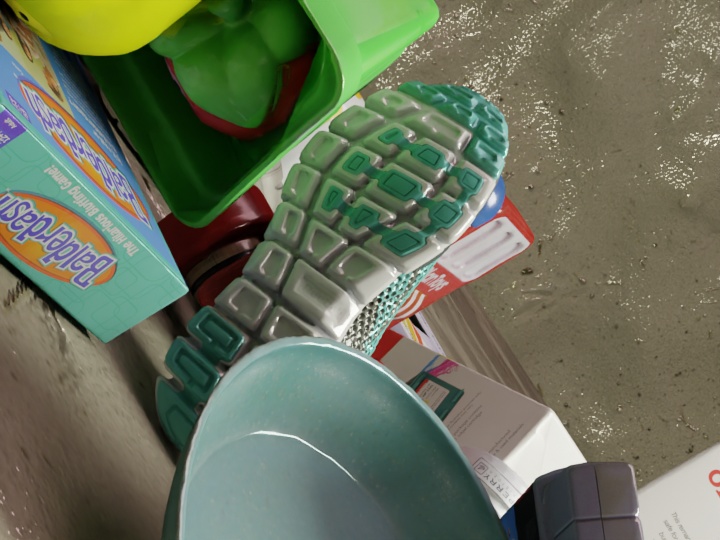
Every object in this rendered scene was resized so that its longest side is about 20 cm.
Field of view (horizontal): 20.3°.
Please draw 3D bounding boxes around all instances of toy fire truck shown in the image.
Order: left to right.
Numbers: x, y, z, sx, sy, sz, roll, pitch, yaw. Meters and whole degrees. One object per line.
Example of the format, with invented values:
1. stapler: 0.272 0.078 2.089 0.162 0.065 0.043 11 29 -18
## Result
1. toy fire truck: 0.000 0.000 0.992 0.112 0.168 0.200 59 6 15

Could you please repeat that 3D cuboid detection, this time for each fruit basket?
1. fruit basket: -0.089 -0.126 0.794 0.215 0.155 0.216 17 56 -28

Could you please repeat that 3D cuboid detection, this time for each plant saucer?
1. plant saucer: -0.006 0.122 0.669 0.200 0.036 0.201 36 42 -41

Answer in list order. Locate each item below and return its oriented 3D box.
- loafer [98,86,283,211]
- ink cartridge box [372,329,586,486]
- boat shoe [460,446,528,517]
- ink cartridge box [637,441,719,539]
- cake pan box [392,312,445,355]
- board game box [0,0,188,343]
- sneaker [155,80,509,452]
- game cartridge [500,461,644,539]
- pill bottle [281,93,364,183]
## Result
1. loafer: -0.072 -0.053 1.150 0.200 0.070 0.070 55 6 -27
2. ink cartridge box: 0.054 0.108 1.189 0.200 0.067 0.116 25 -25 52
3. boat shoe: 0.028 0.133 1.064 0.074 0.067 0.200 46 -16 1
4. ink cartridge box: 0.237 0.244 1.568 0.145 0.200 0.084 59 6 11
5. cake pan box: 0.032 0.070 1.508 0.200 0.052 0.184 60 4 18
6. board game box: -0.150 -0.086 0.786 0.200 0.045 0.152 61 6 34
7. sneaker: -0.012 0.004 0.863 0.078 0.200 0.091 40 -11 11
8. game cartridge: 0.077 0.154 0.782 0.200 0.038 0.130 110 -29 -70
9. pill bottle: -0.064 -0.113 1.332 0.200 0.112 0.112 58 6 -5
